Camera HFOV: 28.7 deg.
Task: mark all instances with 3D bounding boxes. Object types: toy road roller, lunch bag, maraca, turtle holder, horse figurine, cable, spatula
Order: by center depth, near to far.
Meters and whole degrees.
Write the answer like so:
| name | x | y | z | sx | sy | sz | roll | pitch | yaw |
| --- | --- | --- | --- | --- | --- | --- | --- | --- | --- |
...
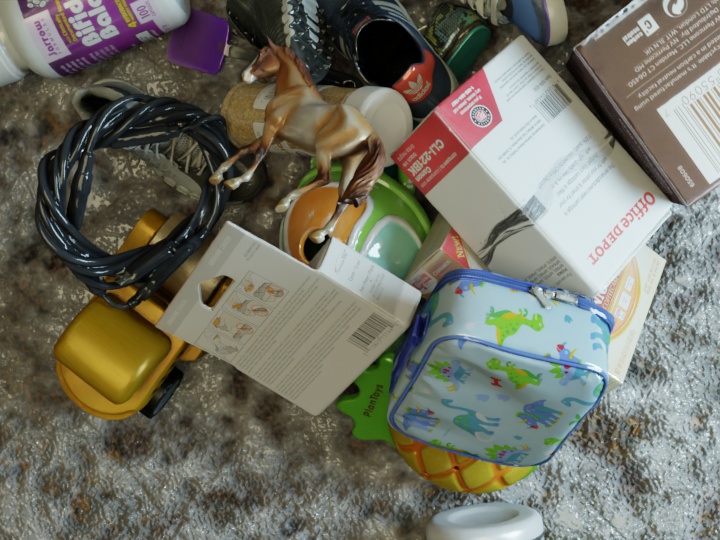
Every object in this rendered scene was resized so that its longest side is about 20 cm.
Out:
| name | x | y | z | sx | sy | sz | roll | pitch | yaw |
| --- | --- | --- | --- | --- | --- | --- | --- | --- | --- |
| lunch bag | 0.109 | 0.082 | 1.163 | 0.159 | 0.201 | 0.083 | 14 | 57 | -6 |
| horse figurine | -0.044 | -0.104 | 1.163 | 0.199 | 0.050 | 0.133 | 29 | 77 | 38 |
| cable | -0.199 | -0.077 | 1.273 | 0.200 | 0.051 | 0.163 | -47 | 114 | -14 |
| turtle holder | -0.010 | -0.006 | 1.296 | 0.140 | 0.186 | 0.132 | 19 | 52 | 7 |
| maraca | 0.077 | 0.141 | 1.315 | 0.198 | 0.107 | 0.138 | 20 | 127 | 0 |
| toy road roller | -0.206 | 0.049 | 1.328 | 0.122 | 0.146 | 0.201 | 36 | 98 | 3 |
| spatula | -0.092 | -0.203 | 1.358 | 0.198 | 0.021 | 0.057 | 16 | 102 | 4 |

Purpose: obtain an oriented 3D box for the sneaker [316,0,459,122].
| name | x | y | z | sx | sy | sz | roll | pitch | yaw |
| --- | --- | --- | --- | --- | --- | --- | --- | --- | --- |
| sneaker | 0.010 | -0.216 | 1.277 | 0.075 | 0.084 | 0.200 | -50 | 54 | 10 |

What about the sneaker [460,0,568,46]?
| name | x | y | z | sx | sy | sz | roll | pitch | yaw |
| --- | --- | --- | --- | --- | --- | --- | --- | --- | --- |
| sneaker | 0.083 | -0.263 | 1.274 | 0.145 | 0.081 | 0.201 | -24 | 69 | -10 |

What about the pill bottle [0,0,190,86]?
| name | x | y | z | sx | sy | sz | roll | pitch | yaw |
| --- | --- | --- | --- | --- | --- | --- | --- | --- | --- |
| pill bottle | -0.271 | -0.249 | 1.331 | 0.198 | 0.112 | 0.113 | -22 | 91 | 8 |

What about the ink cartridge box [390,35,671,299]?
| name | x | y | z | sx | sy | sz | roll | pitch | yaw |
| --- | --- | --- | --- | --- | --- | --- | --- | --- | --- |
| ink cartridge box | 0.147 | -0.075 | 1.191 | 0.200 | 0.144 | 0.084 | 48 | 141 | 1 |

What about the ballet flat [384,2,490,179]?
| name | x | y | z | sx | sy | sz | roll | pitch | yaw |
| --- | --- | --- | --- | --- | --- | --- | --- | --- | --- |
| ballet flat | 0.044 | -0.165 | 1.330 | 0.074 | 0.074 | 0.201 | 37 | 96 | 3 |

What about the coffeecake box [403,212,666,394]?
| name | x | y | z | sx | sy | sz | roll | pitch | yaw |
| --- | --- | --- | --- | --- | --- | --- | --- | --- | --- |
| coffeecake box | 0.158 | 0.001 | 1.258 | 0.199 | 0.073 | 0.154 | 36 | 53 | -9 |

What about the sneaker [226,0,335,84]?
| name | x | y | z | sx | sy | sz | roll | pitch | yaw |
| --- | --- | --- | --- | --- | --- | --- | --- | --- | --- |
| sneaker | -0.080 | -0.229 | 1.299 | 0.090 | 0.066 | 0.201 | -33 | 48 | 24 |

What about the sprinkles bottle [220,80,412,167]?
| name | x | y | z | sx | sy | sz | roll | pitch | yaw |
| --- | --- | --- | --- | --- | --- | --- | --- | --- | --- |
| sprinkles bottle | -0.043 | -0.135 | 1.271 | 0.199 | 0.068 | 0.069 | 12 | 97 | 47 |

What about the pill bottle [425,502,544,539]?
| name | x | y | z | sx | sy | sz | roll | pitch | yaw |
| --- | --- | --- | --- | --- | --- | --- | --- | --- | --- |
| pill bottle | 0.124 | 0.329 | 1.326 | 0.111 | 0.112 | 0.203 | -5 | 94 | 7 |

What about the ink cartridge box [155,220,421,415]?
| name | x | y | z | sx | sy | sz | roll | pitch | yaw |
| --- | --- | --- | --- | --- | --- | --- | --- | --- | --- |
| ink cartridge box | -0.067 | 0.034 | 1.228 | 0.175 | 0.200 | 0.045 | 31 | 53 | -9 |

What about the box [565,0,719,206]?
| name | x | y | z | sx | sy | sz | roll | pitch | yaw |
| --- | --- | --- | --- | --- | --- | --- | --- | --- | --- |
| box | 0.291 | -0.170 | 1.224 | 0.165 | 0.200 | 0.165 | -37 | 90 | 7 |

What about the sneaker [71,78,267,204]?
| name | x | y | z | sx | sy | sz | roll | pitch | yaw |
| --- | --- | --- | --- | --- | --- | --- | --- | --- | --- |
| sneaker | -0.188 | -0.118 | 1.328 | 0.198 | 0.115 | 0.076 | 26 | 97 | 5 |
